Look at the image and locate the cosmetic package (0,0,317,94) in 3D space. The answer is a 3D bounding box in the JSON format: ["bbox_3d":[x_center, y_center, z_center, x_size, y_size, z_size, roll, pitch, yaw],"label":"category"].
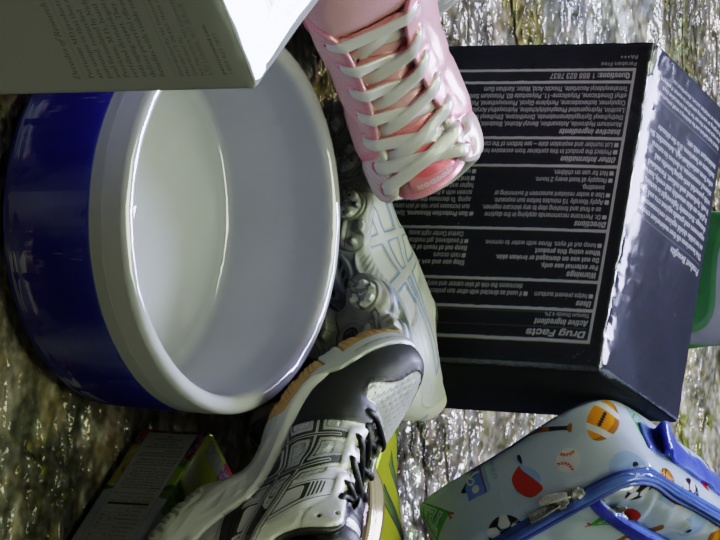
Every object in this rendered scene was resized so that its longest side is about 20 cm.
[{"bbox_3d":[-0.121,-0.138,1.282,0.102,0.199,0.072,-56,136,-41],"label":"cosmetic package"}]

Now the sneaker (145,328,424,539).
[{"bbox_3d":[-0.020,0.118,1.414,0.200,0.087,0.076,-48,142,-21],"label":"sneaker"}]

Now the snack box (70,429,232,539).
[{"bbox_3d":[-0.093,0.206,1.478,0.143,0.053,0.201,-58,136,-38],"label":"snack box"}]

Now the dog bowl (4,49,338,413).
[{"bbox_3d":[-0.095,-0.028,1.430,0.200,0.078,0.201,-3,93,-59],"label":"dog bowl"}]

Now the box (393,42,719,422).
[{"bbox_3d":[0.095,-0.022,1.644,0.123,0.199,0.200,34,64,-54],"label":"box"}]

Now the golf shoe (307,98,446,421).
[{"bbox_3d":[0.000,0.000,1.563,0.097,0.078,0.201,35,37,-50],"label":"golf shoe"}]

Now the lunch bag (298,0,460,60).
[{"bbox_3d":[0.035,-0.213,1.568,0.164,0.118,0.200,-39,159,-19],"label":"lunch bag"}]

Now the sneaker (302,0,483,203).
[{"bbox_3d":[0.022,-0.101,1.471,0.200,0.075,0.105,66,1,-70],"label":"sneaker"}]

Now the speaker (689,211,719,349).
[{"bbox_3d":[0.176,0.004,1.773,0.088,0.199,0.089,-3,93,-58],"label":"speaker"}]

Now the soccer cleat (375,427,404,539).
[{"bbox_3d":[0.001,0.158,1.615,0.083,0.064,0.202,2,95,-45],"label":"soccer cleat"}]

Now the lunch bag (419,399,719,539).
[{"bbox_3d":[0.137,0.152,1.635,0.200,0.160,0.076,32,32,-55],"label":"lunch bag"}]

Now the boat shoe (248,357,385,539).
[{"bbox_3d":[-0.035,0.097,1.526,0.072,0.072,0.201,34,40,-36],"label":"boat shoe"}]
